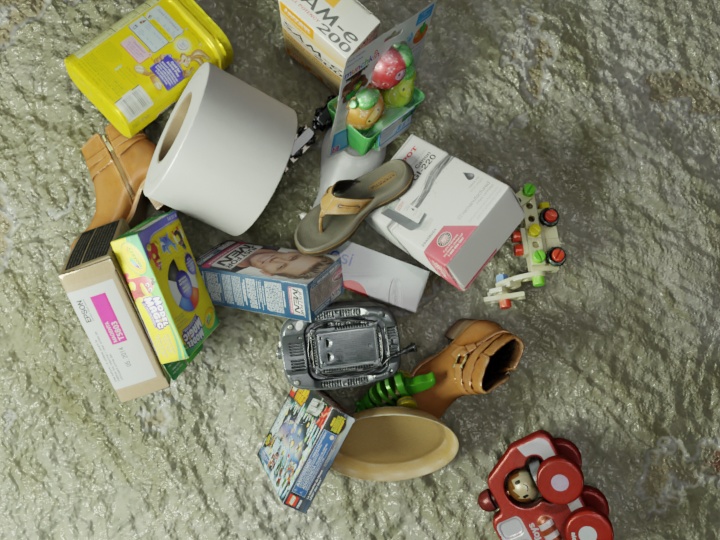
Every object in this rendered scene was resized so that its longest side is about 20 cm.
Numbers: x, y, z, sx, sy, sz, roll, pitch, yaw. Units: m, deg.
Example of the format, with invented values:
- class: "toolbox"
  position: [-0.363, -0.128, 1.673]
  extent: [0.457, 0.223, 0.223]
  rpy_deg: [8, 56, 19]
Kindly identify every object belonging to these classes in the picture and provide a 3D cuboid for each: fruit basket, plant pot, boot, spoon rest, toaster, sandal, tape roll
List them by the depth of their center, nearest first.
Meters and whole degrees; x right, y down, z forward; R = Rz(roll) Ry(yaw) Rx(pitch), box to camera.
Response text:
- class: "tape roll"
  position: [-0.197, -0.167, 1.043]
  extent: [0.139, 0.202, 0.204]
  rpy_deg: [26, 85, -26]
- class: "sandal"
  position: [-0.013, -0.099, 1.054]
  extent: [0.199, 0.055, 0.082]
  rpy_deg: [-33, 51, -1]
- class: "fruit basket"
  position: [0.033, -0.261, 1.055]
  extent: [0.094, 0.200, 0.185]
  rpy_deg: [44, 61, 10]
- class: "boot"
  position: [0.146, 0.162, 1.070]
  extent: [0.077, 0.155, 0.200]
  rpy_deg: [41, 81, -19]
- class: "plant pot"
  position: [0.040, 0.246, 1.071]
  extent: [0.198, 0.201, 0.028]
  rpy_deg: [-1, 50, -3]
- class: "toaster"
  position: [-0.021, 0.101, 1.084]
  extent: [0.198, 0.129, 0.115]
  rpy_deg: [-8, 96, -2]
- class: "boot"
  position: [-0.379, -0.122, 1.115]
  extent: [0.200, 0.077, 0.156]
  rpy_deg: [-37, 84, 2]
- class: "spoon rest"
  position: [-0.032, -0.149, 1.148]
  extent: [0.099, 0.061, 0.201]
  rpy_deg: [29, 72, -1]

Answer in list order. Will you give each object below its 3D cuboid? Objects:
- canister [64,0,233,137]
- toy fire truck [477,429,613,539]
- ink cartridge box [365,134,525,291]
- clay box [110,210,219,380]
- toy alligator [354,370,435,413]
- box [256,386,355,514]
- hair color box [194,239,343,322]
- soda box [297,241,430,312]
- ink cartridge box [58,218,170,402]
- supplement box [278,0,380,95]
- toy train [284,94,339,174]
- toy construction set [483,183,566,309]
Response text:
- class: "canister"
  position: [-0.310, -0.309, 1.101]
  extent: [0.149, 0.087, 0.200]
  rpy_deg: [46, 72, 3]
- class: "toy fire truck"
  position: [0.268, 0.350, 1.105]
  extent: [0.167, 0.112, 0.201]
  rpy_deg: [-30, 87, 15]
- class: "ink cartridge box"
  position: [0.111, -0.088, 1.078]
  extent: [0.146, 0.085, 0.200]
  rpy_deg: [-51, 50, -4]
- class: "clay box"
  position: [-0.251, 0.032, 0.999]
  extent: [0.047, 0.115, 0.201]
  rpy_deg: [-15, 106, 16]
- class: "toy alligator"
  position: [0.020, 0.194, 1.081]
  extent: [0.200, 0.060, 0.054]
  rpy_deg: [-37, 126, 25]
- class: "box"
  position: [-0.081, 0.234, 1.042]
  extent: [0.040, 0.200, 0.138]
  rpy_deg: [30, 85, -17]
- class: "hair color box"
  position: [-0.134, 0.011, 1.059]
  extent: [0.199, 0.100, 0.061]
  rpy_deg: [9, 118, 25]
- class: "soda box"
  position: [0.000, 0.000, 1.128]
  extent: [0.199, 0.063, 0.069]
  rpy_deg: [21, 86, -1]
- class: "ink cartridge box"
  position: [-0.326, 0.051, 1.028]
  extent: [0.075, 0.165, 0.201]
  rpy_deg: [-18, 113, -3]
- class: "supplement box"
  position: [-0.046, -0.336, 1.079]
  extent: [0.126, 0.200, 0.074]
  rpy_deg: [41, 85, 1]
- class: "toy train"
  position: [-0.096, -0.192, 1.146]
  extent: [0.034, 0.046, 0.200]
  rpy_deg: [43, 83, -7]
- class: "toy construction set"
  position: [0.233, -0.044, 1.127]
  extent: [0.130, 0.092, 0.202]
  rpy_deg: [-4, 87, -3]
